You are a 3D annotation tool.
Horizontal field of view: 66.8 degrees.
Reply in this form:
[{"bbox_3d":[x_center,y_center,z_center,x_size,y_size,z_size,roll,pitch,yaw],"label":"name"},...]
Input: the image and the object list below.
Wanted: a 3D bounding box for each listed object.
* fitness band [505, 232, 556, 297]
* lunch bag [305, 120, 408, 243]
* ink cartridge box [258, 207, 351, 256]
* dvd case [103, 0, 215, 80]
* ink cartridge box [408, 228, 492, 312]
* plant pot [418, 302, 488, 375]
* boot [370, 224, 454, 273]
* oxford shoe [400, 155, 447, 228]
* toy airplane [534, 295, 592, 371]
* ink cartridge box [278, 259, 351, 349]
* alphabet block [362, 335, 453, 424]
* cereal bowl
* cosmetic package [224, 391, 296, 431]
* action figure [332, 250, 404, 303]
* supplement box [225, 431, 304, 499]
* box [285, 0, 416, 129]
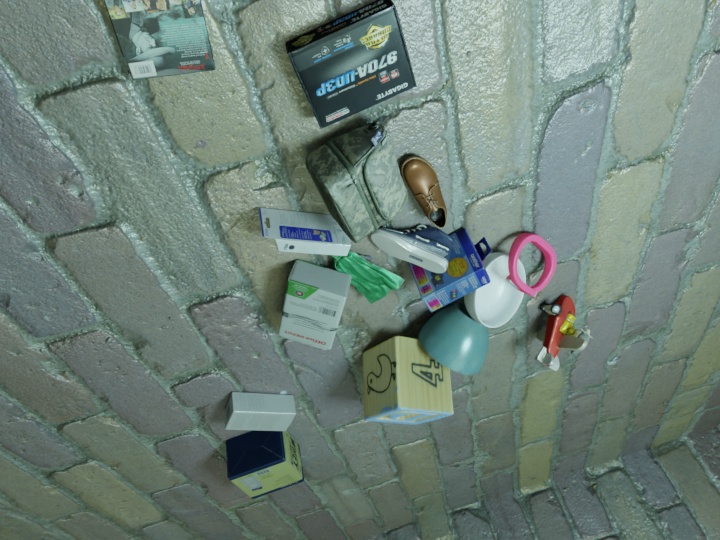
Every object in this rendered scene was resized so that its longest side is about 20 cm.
[{"bbox_3d":[0.449,-0.015,1.435,0.199,0.037,0.145,29,87,-40],"label":"fitness band"},{"bbox_3d":[0.003,-0.184,1.108,0.167,0.140,0.201,-34,137,-5],"label":"lunch bag"},{"bbox_3d":[-0.125,-0.084,1.188,0.197,0.100,0.039,5,135,-21],"label":"ink cartridge box"},{"bbox_3d":[-0.319,-0.405,0.856,0.143,0.022,0.202,-10,135,-7],"label":"dvd case"},{"bbox_3d":[0.230,-0.009,1.348,0.198,0.138,0.076,-27,142,11],"label":"ink cartridge box"},{"bbox_3d":[0.279,0.172,1.522,0.198,0.201,0.136,14,115,-29],"label":"plant pot"},{"bbox_3d":[0.126,-0.073,1.309,0.198,0.091,0.073,25,154,-5],"label":"boot"},{"bbox_3d":[0.150,-0.171,1.208,0.071,0.072,0.200,-27,134,14],"label":"oxford shoe"},{"bbox_3d":[0.604,0.203,1.638,0.139,0.202,0.201,11,132,-11],"label":"toy airplane"},{"bbox_3d":[-0.116,0.088,1.348,0.144,0.084,0.202,17,131,-3],"label":"ink cartridge box"},{"bbox_3d":[0.132,0.321,1.570,0.194,0.203,0.195,14,151,-30],"label":"alphabet block"},{"bbox_3d":[0.345,0.046,1.452,0.198,0.083,0.204,-12,110,-33],"label":"cereal bowl"},{"bbox_3d":[-0.309,0.434,1.677,0.197,0.072,0.102,11,130,-26],"label":"cosmetic package"},{"bbox_3d":[0.000,0.000,1.346,0.118,0.055,0.199,-39,126,24],"label":"action figure"},{"bbox_3d":[-0.319,0.642,1.839,0.197,0.135,0.201,-19,137,3],"label":"supplement box"},{"bbox_3d":[-0.014,-0.365,0.974,0.197,0.046,0.160,-22,137,4],"label":"box"}]
